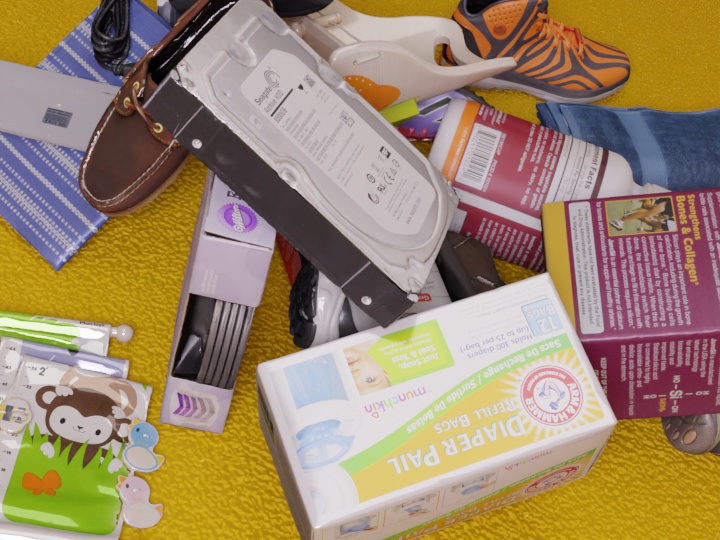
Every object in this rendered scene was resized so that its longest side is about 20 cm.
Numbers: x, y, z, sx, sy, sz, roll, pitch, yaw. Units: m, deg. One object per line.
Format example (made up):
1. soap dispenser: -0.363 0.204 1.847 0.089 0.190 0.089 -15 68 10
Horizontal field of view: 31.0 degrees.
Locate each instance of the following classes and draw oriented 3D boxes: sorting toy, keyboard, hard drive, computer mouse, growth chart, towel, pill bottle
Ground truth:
1. sorting toy: 0.024 -0.169 1.053 0.178 0.108 0.200 -13 29 -18
2. keyboard: -0.228 -0.123 0.990 0.198 0.011 0.057 14 77 14
3. hard drive: -0.028 -0.074 0.814 0.200 0.038 0.140 42 34 -9
4. computer mouse: -0.115 -0.208 0.984 0.197 0.046 0.142 5 66 11
5. growth chart: -0.200 0.103 0.848 0.143 0.018 0.201 4 45 -15
6. towel: 0.261 -0.107 1.190 0.197 0.049 0.112 3 45 -15
7. pill bottle: 0.148 -0.056 1.054 0.198 0.114 0.113 21 43 2
8. towel: -0.205 -0.113 0.999 0.145 0.024 0.200 40 79 21

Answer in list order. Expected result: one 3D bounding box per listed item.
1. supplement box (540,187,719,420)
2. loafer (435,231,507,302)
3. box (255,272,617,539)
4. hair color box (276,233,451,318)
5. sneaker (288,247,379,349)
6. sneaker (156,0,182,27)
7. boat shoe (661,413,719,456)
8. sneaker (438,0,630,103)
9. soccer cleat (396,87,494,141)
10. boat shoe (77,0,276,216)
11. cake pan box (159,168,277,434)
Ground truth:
1. supplement box: 0.231 0.023 0.922 0.197 0.104 0.132 -4 50 9
2. loafer: 0.100 0.039 0.968 0.070 0.073 0.201 -2 47 -20
3. box: 0.045 0.097 0.818 0.198 0.102 0.113 -18 65 -11
4. hair color box: 0.000 0.000 0.985 0.100 0.062 0.201 -2 45 -19
5. sneaker: -0.004 -0.021 0.917 0.078 0.074 0.202 13 49 -14
6. sneaker: -0.140 -0.150 1.087 0.079 0.130 0.201 8 76 21
7. boat shoe: 0.271 0.061 1.013 0.073 0.075 0.202 16 51 -15
8. sneaker: 0.180 -0.226 1.238 0.198 0.113 0.078 1 45 -17
9. soccer cleat: 0.025 -0.139 1.142 0.198 0.068 0.074 20 59 3
10. boat shoe: -0.137 -0.128 0.928 0.070 0.201 0.070 37 1 8
11. cake pan box: -0.091 -0.018 0.883 0.052 0.185 0.201 11 42 -7
